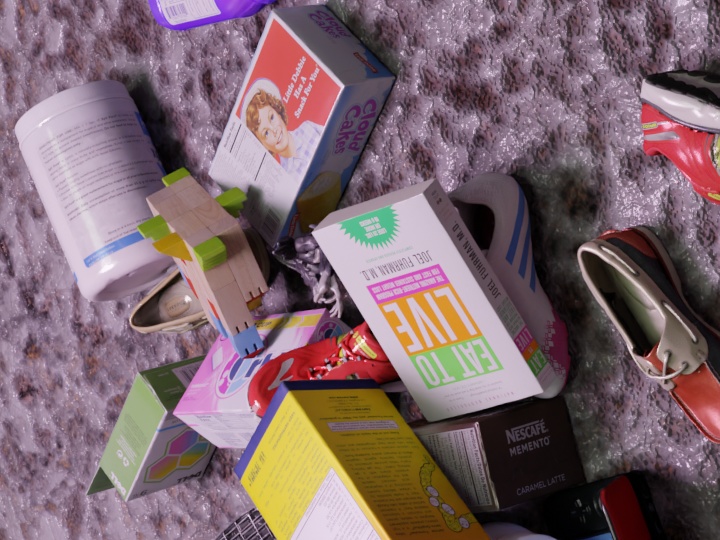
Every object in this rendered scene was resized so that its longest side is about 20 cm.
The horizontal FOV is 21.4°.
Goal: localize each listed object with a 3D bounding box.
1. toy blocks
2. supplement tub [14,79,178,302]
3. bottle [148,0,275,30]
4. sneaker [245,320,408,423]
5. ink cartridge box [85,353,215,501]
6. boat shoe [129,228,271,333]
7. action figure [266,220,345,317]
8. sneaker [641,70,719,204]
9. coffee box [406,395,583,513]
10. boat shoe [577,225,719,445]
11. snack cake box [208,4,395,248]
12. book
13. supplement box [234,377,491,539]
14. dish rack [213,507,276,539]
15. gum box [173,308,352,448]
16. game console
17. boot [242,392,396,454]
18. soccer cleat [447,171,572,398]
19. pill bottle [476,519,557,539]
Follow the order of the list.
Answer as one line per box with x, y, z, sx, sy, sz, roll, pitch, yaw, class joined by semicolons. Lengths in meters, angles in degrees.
-0.137;-0.001;1.816;0.200;0.100;0.137;42;158;59;toy blocks
-0.264;-0.081;1.973;0.132;0.132;0.201;-34;76;47;supplement tub
-0.124;-0.280;1.811;0.200;0.065;0.084;-5;98;48;bottle
-0.010;0.077;1.690;0.077;0.199;0.085;62;161;23;sneaker
-0.209;0.182;2.010;0.059;0.104;0.200;50;132;27;ink cartridge box
-0.163;0.017;1.942;0.200;0.063;0.073;-27;81;48;boat shoe
0.000;0.000;1.721;0.199;0.119;0.103;-8;81;42;action figure
0.286;-0.085;1.414;0.200;0.077;0.085;36;133;47;sneaker
0.082;0.170;1.682;0.200;0.114;0.080;-14;89;47;coffee box
0.243;0.055;1.512;0.071;0.062;0.200;-42;71;43;boat shoe
-0.059;-0.134;1.781;0.115;0.067;0.200;49;132;28;snack cake box
0.064;0.025;1.598;0.133;0.048;0.200;-17;112;45;book
-0.001;0.197;1.600;0.200;0.109;0.109;53;127;36;supplement box
-0.074;0.339;1.936;0.153;0.054;0.200;-43;74;44;dish rack
-0.089;0.106;1.824;0.066;0.114;0.200;40;156;-24;gum box
0.209;0.278;1.572;0.172;0.118;0.201;-25;82;48;game console
-0.046;0.165;1.853;0.154;0.073;0.204;33;122;41;boot
0.118;0.017;1.618;0.070;0.086;0.201;-13;91;48;soccer cleat
0.101;0.275;1.663;0.200;0.114;0.114;-9;95;62;pill bottle
